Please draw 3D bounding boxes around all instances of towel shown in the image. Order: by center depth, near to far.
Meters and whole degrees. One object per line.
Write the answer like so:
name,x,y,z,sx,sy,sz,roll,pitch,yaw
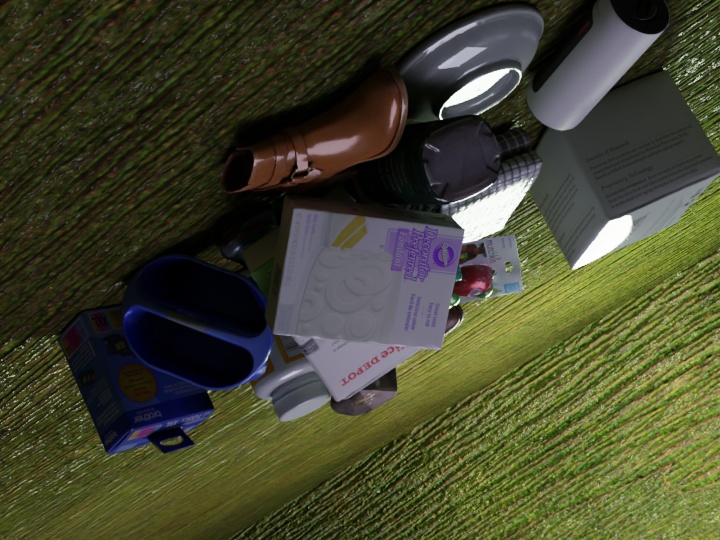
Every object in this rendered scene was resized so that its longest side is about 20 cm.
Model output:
towel,0.143,-0.104,1.673,0.164,0.086,0.200,-23,162,-18

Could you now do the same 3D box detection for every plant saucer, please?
plant saucer,0.121,-0.212,1.348,0.199,0.051,0.200,-24,164,-7

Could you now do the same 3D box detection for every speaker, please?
speaker,0.272,-0.248,1.421,0.081,0.082,0.200,-17,162,-29

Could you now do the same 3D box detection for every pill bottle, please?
pill bottle,-0.116,0.100,1.676,0.108,0.201,0.109,-24,164,-7

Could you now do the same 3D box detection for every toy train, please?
toy train,-0.018,-0.096,1.482,0.198,0.056,0.042,-18,123,-16

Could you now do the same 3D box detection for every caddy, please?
caddy,-0.190,0.061,1.473,0.105,0.198,0.143,8,100,-74

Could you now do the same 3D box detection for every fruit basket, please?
fruit basket,0.117,0.016,1.644,0.198,0.095,0.186,-5,154,8

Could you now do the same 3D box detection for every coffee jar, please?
coffee jar,0.060,-0.119,1.357,0.104,0.086,0.199,-24,-168,-26

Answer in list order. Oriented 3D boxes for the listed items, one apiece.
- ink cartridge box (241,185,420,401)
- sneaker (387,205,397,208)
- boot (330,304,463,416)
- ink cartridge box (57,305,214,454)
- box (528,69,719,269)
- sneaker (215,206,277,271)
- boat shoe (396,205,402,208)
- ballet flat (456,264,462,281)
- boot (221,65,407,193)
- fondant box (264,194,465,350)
ink cartridge box,-0.025,0.028,1.439,0.145,0.201,0.084,-33,-156,-2
sneaker,0.000,0.000,1.525,0.091,0.076,0.201,-39,166,-48
boot,0.053,0.122,1.694,0.185,0.065,0.200,-22,-163,15
ink cartridge box,-0.278,0.146,1.561,0.136,0.201,0.076,-11,158,-45
box,0.367,-0.140,1.746,0.199,0.172,0.199,-23,164,-14
sneaker,-0.099,-0.019,1.520,0.079,0.096,0.199,-37,162,23
boat shoe,-0.007,-0.043,1.674,0.056,0.069,0.200,17,149,-19
ballet flat,0.052,0.047,1.547,0.200,0.071,0.067,-43,158,26
boot,-0.049,-0.137,1.279,0.154,0.074,0.200,-10,155,-34
fondant box,0.004,0.003,1.359,0.198,0.146,0.058,6,-165,-17
